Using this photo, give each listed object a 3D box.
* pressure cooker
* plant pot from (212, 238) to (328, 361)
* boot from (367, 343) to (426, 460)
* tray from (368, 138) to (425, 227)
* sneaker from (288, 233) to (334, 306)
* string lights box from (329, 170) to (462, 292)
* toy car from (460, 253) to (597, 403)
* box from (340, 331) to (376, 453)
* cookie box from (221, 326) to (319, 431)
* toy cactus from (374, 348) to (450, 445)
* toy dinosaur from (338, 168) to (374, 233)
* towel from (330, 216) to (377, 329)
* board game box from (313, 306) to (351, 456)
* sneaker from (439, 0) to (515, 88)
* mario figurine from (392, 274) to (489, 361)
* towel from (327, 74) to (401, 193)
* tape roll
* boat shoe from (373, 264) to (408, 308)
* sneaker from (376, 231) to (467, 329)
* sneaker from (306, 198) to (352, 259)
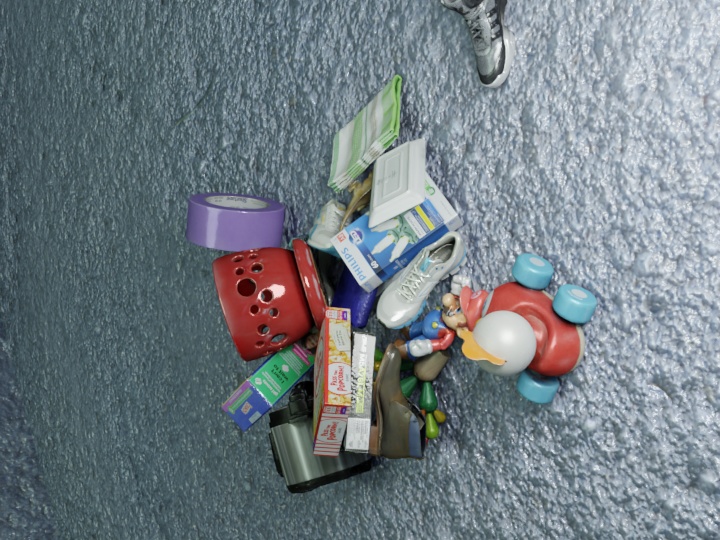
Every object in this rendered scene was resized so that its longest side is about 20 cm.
[{"bbox_3d":[-0.081,0.308,1.828,0.176,0.178,0.201,-28,77,56],"label":"pressure cooker"},{"bbox_3d":[-0.158,0.051,1.764,0.200,0.182,0.201,165,90,-89],"label":"plant pot"},{"bbox_3d":[0.072,0.224,1.605,0.097,0.075,0.201,11,106,15],"label":"boot"},{"bbox_3d":[0.058,-0.156,1.614,0.107,0.022,0.200,-27,31,22],"label":"tray"},{"bbox_3d":[-0.105,0.024,1.895,0.078,0.086,0.201,-4,91,60],"label":"sneaker"},{"bbox_3d":[0.061,-0.065,1.616,0.200,0.059,0.103,-36,69,4],"label":"string lights box"},{"bbox_3d":[0.215,0.093,1.421,0.177,0.200,0.185,42,124,38],"label":"toy car"},{"bbox_3d":[-0.010,0.217,1.665,0.193,0.047,0.201,111,164,-77],"label":"box"},{"bbox_3d":[-0.161,0.204,1.872,0.075,0.200,0.171,46,144,0],"label":"cookie box"},{"bbox_3d":[0.098,0.200,1.685,0.165,0.102,0.200,-46,54,21],"label":"toy cactus"},{"bbox_3d":[0.004,-0.137,1.717,0.200,0.058,0.101,-49,9,-2],"label":"toy dinosaur"},{"bbox_3d":[0.000,0.000,1.724,0.148,0.049,0.201,-170,95,-76],"label":"towel"},{"bbox_3d":[-0.048,0.186,1.610,0.152,0.046,0.200,103,170,-45],"label":"board game box"},{"bbox_3d":[0.178,-0.387,1.489,0.075,0.114,0.201,7,99,51],"label":"sneaker"},{"bbox_3d":[0.130,0.075,1.590,0.200,0.106,0.124,-29,66,39],"label":"mario figurine"},{"bbox_3d":[0.006,-0.248,1.736,0.200,0.031,0.150,-40,38,45],"label":"towel"},{"bbox_3d":[-0.259,-0.102,1.988,0.200,0.200,0.085,22,111,48],"label":"tape roll"},{"bbox_3d":[0.069,0.009,1.700,0.199,0.073,0.068,140,134,-59],"label":"boat shoe"},{"bbox_3d":[0.096,0.008,1.557,0.075,0.200,0.087,38,168,16],"label":"sneaker"},{"bbox_3d":[-0.053,-0.078,1.781,0.081,0.076,0.200,-63,16,13],"label":"sneaker"}]
